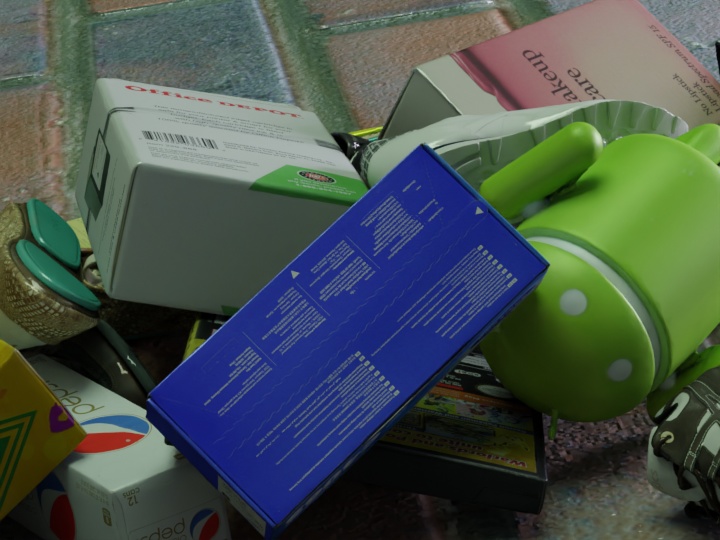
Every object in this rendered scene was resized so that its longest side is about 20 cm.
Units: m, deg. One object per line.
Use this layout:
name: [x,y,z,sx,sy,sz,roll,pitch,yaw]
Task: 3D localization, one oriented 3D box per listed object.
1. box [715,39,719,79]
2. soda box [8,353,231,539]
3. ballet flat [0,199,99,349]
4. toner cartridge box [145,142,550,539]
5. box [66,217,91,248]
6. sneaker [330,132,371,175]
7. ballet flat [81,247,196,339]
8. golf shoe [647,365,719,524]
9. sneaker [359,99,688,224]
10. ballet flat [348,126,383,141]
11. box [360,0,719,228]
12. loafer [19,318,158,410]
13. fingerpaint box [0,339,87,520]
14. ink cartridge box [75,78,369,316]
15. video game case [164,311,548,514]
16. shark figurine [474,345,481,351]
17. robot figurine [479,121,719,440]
box: [0.367,-0.099,1.753,0.200,0.117,0.197,-16,22,-17]
soda box: [-0.151,0.108,1.485,0.068,0.064,0.200,-20,24,-29]
ballet flat: [-0.192,0.013,1.570,0.065,0.071,0.200,-49,12,5]
toner cartridge box: [-0.007,0.036,1.387,0.200,0.095,0.043,-42,-8,-16]
box: [-0.147,-0.012,1.809,0.200,0.050,0.075,-18,22,-23]
sneaker: [0.015,-0.056,1.809,0.200,0.088,0.076,-24,26,-35]
ballet flat: [-0.099,0.006,1.714,0.200,0.065,0.071,-5,31,4]
golf shoe: [0.194,0.107,1.374,0.094,0.078,0.200,-23,17,11]
sneaker: [0.099,-0.068,1.579,0.200,0.076,0.080,-6,18,-26]
ballet flat: [0.066,-0.090,1.919,0.200,0.067,0.067,-11,8,-4]
box: [0.123,-0.079,1.726,0.200,0.109,0.128,-23,62,-39]
loafer: [-0.169,0.066,1.618,0.063,0.072,0.200,-34,20,-12]
fingerpaint box: [-0.266,0.093,1.462,0.167,0.073,0.200,-44,33,-13]
ink cartridge box: [-0.083,-0.042,1.604,0.146,0.084,0.200,9,16,-14]
video game case: [0.000,0.072,1.482,0.200,0.026,0.181,11,17,-2]
shark figurine: [0.154,0.005,1.610,0.214,0.090,0.128,-16,24,-14]
robot figurine: [0.142,0.003,1.496,0.200,0.175,0.116,-42,10,-32]
